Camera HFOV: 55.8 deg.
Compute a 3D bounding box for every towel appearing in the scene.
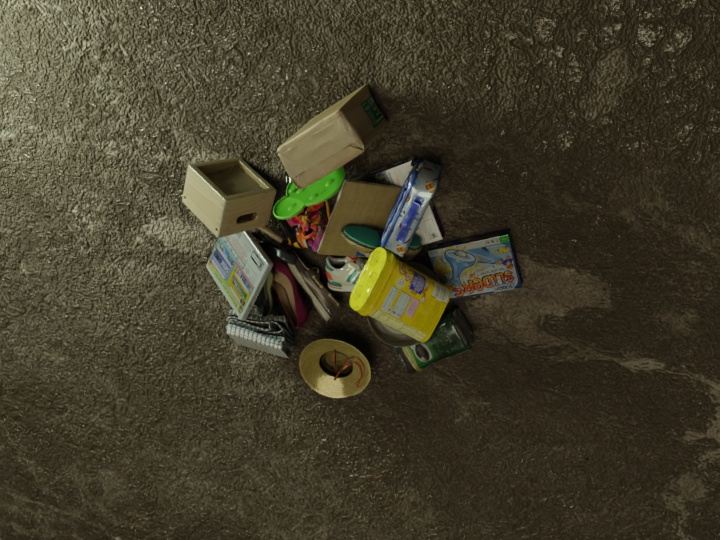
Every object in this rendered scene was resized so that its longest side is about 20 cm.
[{"bbox_3d":[-0.259,0.161,1.793,0.161,0.088,0.200,14,166,6],"label":"towel"}]

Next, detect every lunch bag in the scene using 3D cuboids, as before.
[{"bbox_3d":[0.109,-0.140,1.467,0.074,0.161,0.204,24,121,1],"label":"lunch bag"}]

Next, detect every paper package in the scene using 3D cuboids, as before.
[{"bbox_3d":[-0.056,-0.289,1.465,0.187,0.201,0.105,-25,108,29],"label":"paper package"}]

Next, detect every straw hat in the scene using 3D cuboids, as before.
[{"bbox_3d":[-0.060,0.240,1.818,0.194,0.086,0.207,6,121,10],"label":"straw hat"}]

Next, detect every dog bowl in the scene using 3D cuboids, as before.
[{"bbox_3d":[0.100,0.076,1.626,0.193,0.059,0.207,-2,101,-12],"label":"dog bowl"}]

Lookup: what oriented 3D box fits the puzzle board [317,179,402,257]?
[{"bbox_3d":[-0.005,-0.116,1.558,0.147,0.018,0.203,2,129,-30],"label":"puzzle board"}]

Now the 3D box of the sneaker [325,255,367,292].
[{"bbox_3d":[0.000,0.000,1.676,0.194,0.071,0.096,1,123,22],"label":"sneaker"}]

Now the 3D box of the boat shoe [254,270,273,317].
[{"bbox_3d":[-0.269,0.054,1.774,0.072,0.065,0.204,49,148,28],"label":"boat shoe"}]

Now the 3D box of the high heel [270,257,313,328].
[{"bbox_3d":[-0.200,0.052,1.761,0.067,0.097,0.201,-36,101,32],"label":"high heel"}]

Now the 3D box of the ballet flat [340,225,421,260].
[{"bbox_3d":[0.044,-0.054,1.561,0.194,0.072,0.066,10,136,-13],"label":"ballet flat"}]

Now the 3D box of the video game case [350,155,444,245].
[{"bbox_3d":[0.082,-0.144,1.590,0.177,0.036,0.204,-16,111,25],"label":"video game case"}]

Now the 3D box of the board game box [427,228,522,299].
[{"bbox_3d":[0.269,-0.010,1.595,0.195,0.035,0.139,-12,112,25],"label":"board game box"}]

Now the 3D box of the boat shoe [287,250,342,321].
[{"bbox_3d":[-0.122,0.030,1.743,0.059,0.072,0.202,-34,89,-10],"label":"boat shoe"}]

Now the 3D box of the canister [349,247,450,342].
[{"bbox_3d":[0.092,0.060,1.534,0.197,0.086,0.151,28,93,-26],"label":"canister"}]

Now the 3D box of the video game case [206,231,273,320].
[{"bbox_3d":[-0.306,-0.013,1.704,0.201,0.022,0.184,50,123,29],"label":"video game case"}]

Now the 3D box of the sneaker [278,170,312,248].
[{"bbox_3d":[-0.171,-0.149,1.661,0.087,0.070,0.206,0,115,27],"label":"sneaker"}]

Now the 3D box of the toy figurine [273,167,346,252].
[{"bbox_3d":[-0.093,-0.117,1.592,0.148,0.200,0.187,25,149,42],"label":"toy figurine"}]

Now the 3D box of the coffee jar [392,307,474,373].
[{"bbox_3d":[0.178,0.178,1.697,0.197,0.085,0.106,-28,100,29],"label":"coffee jar"}]

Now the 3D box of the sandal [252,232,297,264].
[{"bbox_3d":[-0.236,-0.062,1.721,0.196,0.076,0.044,19,84,29],"label":"sandal"}]

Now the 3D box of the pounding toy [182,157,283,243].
[{"bbox_3d":[-0.295,-0.157,1.634,0.183,0.197,0.145,41,127,27],"label":"pounding toy"}]
